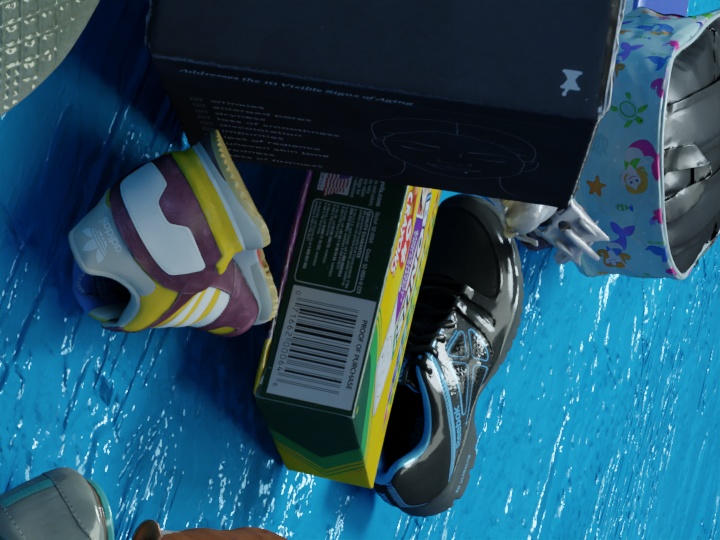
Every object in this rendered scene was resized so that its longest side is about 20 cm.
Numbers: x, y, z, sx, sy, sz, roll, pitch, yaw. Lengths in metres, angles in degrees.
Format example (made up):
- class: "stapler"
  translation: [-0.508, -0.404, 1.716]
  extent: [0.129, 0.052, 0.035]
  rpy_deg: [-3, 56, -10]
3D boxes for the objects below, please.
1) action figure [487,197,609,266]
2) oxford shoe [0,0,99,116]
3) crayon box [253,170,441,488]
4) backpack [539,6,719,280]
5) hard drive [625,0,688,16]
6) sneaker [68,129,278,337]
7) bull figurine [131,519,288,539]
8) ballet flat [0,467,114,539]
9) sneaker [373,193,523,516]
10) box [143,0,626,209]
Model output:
- class: "action figure"
  translation: [0.094, -0.067, 1.412]
  extent: [0.130, 0.069, 0.200]
  rpy_deg: [53, 19, -23]
- class: "oxford shoe"
  translation: [-0.136, -0.146, 0.961]
  extent: [0.201, 0.058, 0.075]
  rpy_deg: [-63, 153, -10]
- class: "crayon box"
  translation: [0.000, 0.000, 1.254]
  extent: [0.173, 0.058, 0.201]
  rpy_deg: [75, 28, -72]
- class: "backpack"
  translation: [0.191, -0.085, 1.609]
  extent: [0.200, 0.150, 0.179]
  rpy_deg: [-50, 138, -63]
- class: "hard drive"
  translation: [0.227, -0.185, 1.823]
  extent: [0.132, 0.025, 0.201]
  rpy_deg: [8, 89, -67]
- class: "sneaker"
  translation: [-0.093, -0.006, 1.090]
  extent: [0.200, 0.090, 0.075]
  rpy_deg: [89, -24, -73]
- class: "bull figurine"
  translation: [-0.060, 0.171, 1.157]
  extent: [0.065, 0.121, 0.200]
  rpy_deg: [-49, 168, 11]
- class: "ballet flat"
  translation: [-0.138, 0.184, 1.049]
  extent: [0.063, 0.067, 0.201]
  rpy_deg: [-18, 116, -27]
- class: "sneaker"
  translation: [0.048, 0.047, 1.412]
  extent: [0.082, 0.073, 0.201]
  rpy_deg: [30, 68, -63]
- class: "box"
  translation: [0.016, -0.117, 1.066]
  extent: [0.197, 0.199, 0.125]
  rpy_deg: [81, 18, -82]
